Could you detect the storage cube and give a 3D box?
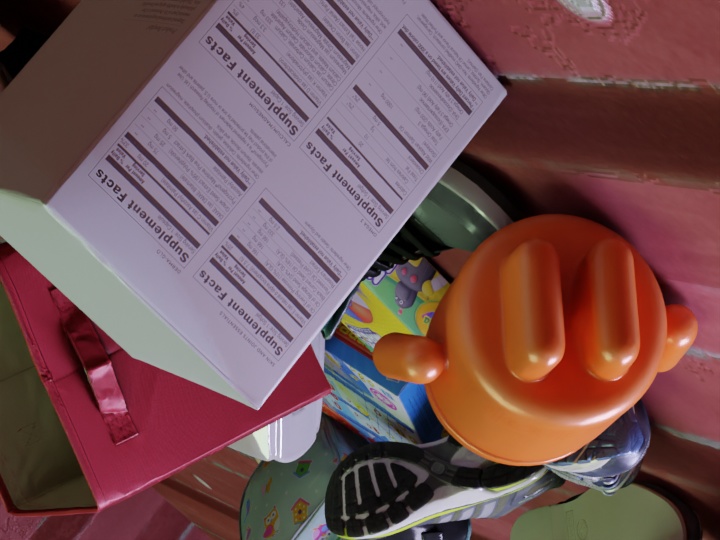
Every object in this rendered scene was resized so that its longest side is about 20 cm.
[{"bbox_3d":[-0.157,0.043,1.334,0.200,0.179,0.172,-13,101,62],"label":"storage cube"}]

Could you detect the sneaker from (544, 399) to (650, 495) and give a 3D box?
[{"bbox_3d":[0.148,0.100,1.289,0.085,0.077,0.200,31,175,-12],"label":"sneaker"}]

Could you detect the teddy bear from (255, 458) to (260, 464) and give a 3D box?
[{"bbox_3d":[-0.103,0.132,2.002,0.145,0.067,0.200,34,165,26],"label":"teddy bear"}]

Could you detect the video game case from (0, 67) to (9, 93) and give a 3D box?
[{"bbox_3d":[-0.259,-0.127,1.467,0.183,0.023,0.200,62,176,1],"label":"video game case"}]

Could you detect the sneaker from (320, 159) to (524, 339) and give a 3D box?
[{"bbox_3d":[-0.002,-0.012,1.176,0.084,0.121,0.200,46,163,-31],"label":"sneaker"}]

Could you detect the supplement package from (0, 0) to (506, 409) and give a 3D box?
[{"bbox_3d":[-0.069,-0.067,1.006,0.151,0.200,0.152,46,165,-27],"label":"supplement package"}]

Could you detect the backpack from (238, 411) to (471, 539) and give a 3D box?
[{"bbox_3d":[-0.012,0.200,1.716,0.153,0.176,0.200,30,-162,-14],"label":"backpack"}]

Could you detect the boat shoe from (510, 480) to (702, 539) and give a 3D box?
[{"bbox_3d":[0.183,0.189,1.470,0.062,0.072,0.200,4,167,-28],"label":"boat shoe"}]

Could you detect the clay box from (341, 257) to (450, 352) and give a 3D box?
[{"bbox_3d":[0.000,0.000,1.363,0.200,0.048,0.115,46,164,-24],"label":"clay box"}]

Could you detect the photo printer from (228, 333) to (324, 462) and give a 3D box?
[{"bbox_3d":[-0.119,0.033,1.497,0.199,0.069,0.167,20,119,33],"label":"photo printer"}]

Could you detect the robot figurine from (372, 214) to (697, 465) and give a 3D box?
[{"bbox_3d":[0.093,0.040,1.102,0.117,0.144,0.200,49,164,8],"label":"robot figurine"}]

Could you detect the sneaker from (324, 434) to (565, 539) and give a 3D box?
[{"bbox_3d":[0.064,0.160,1.508,0.199,0.074,0.081,-17,148,26],"label":"sneaker"}]

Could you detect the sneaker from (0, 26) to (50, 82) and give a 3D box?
[{"bbox_3d":[-0.189,-0.116,1.423,0.200,0.074,0.080,21,156,49],"label":"sneaker"}]

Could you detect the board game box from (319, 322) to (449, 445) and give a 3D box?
[{"bbox_3d":[-0.010,0.066,1.581,0.195,0.056,0.200,31,164,27],"label":"board game box"}]
